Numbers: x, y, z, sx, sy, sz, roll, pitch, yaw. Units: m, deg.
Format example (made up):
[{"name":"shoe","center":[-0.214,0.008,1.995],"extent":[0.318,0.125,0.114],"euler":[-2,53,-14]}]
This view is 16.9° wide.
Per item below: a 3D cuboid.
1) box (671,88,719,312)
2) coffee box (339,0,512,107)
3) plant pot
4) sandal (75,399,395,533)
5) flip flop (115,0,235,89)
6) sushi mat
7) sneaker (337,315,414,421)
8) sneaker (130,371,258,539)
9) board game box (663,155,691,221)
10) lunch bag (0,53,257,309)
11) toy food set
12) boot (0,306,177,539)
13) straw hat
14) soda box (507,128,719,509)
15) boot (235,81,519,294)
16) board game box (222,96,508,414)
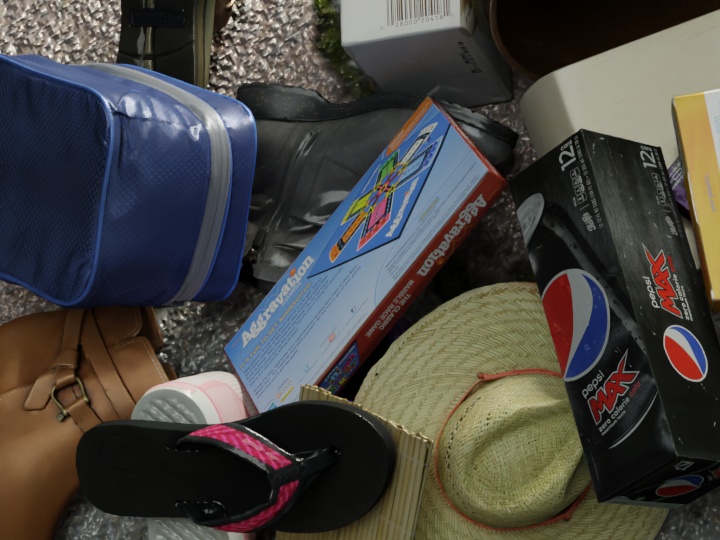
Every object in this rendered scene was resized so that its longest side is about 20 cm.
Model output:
[{"name":"box","center":[0.280,-0.054,1.335],"extent":[0.199,0.041,0.120],"euler":[-10,76,2]},{"name":"coffee box","center":[0.039,-0.212,1.505],"extent":[0.079,0.114,0.201],"euler":[-8,68,16]},{"name":"plant pot","center":[0.140,-0.243,1.459],"extent":[0.186,0.187,0.201],"euler":[-24,54,9]},{"name":"sandal","center":[-0.075,0.115,1.353],"extent":[0.199,0.045,0.075],"euler":[-4,100,22]},{"name":"flip flop","center":[-0.113,-0.174,1.579],"extent":[0.081,0.058,0.201],"euler":[7,89,25]},{"name":"sushi mat","center":[-0.013,0.169,1.376],"extent":[0.095,0.012,0.201],"euler":[25,113,37]},{"name":"sneaker","center":[0.003,0.113,1.418],"extent":[0.080,0.083,0.201],"euler":[-9,69,15]},{"name":"sneaker","center":[-0.086,0.155,1.447],"extent":[0.075,0.105,0.201],"euler":[0,101,19]},{"name":"board game box","center":[0.275,-0.086,1.376],"extent":[0.120,0.032,0.200],"euler":[38,85,10]},{"name":"lunch bag","center":[-0.159,-0.056,1.485],"extent":[0.200,0.132,0.136],"euler":[23,106,46]},{"name":"toy food set","center":[0.210,-0.072,1.427],"extent":[0.199,0.060,0.144],"euler":[-20,75,3]},{"name":"boot","center":[-0.177,0.111,1.488],"extent":[0.154,0.074,0.201],"euler":[-22,68,6]},{"name":"straw hat","center":[0.091,0.100,1.349],"extent":[0.200,0.085,0.202],"euler":[0,84,-5]},{"name":"soda box","center":[0.147,0.026,1.325],"extent":[0.063,0.071,0.201],"euler":[-36,57,39]},{"name":"boot","center":[-0.002,-0.040,1.492],"extent":[0.199,0.070,0.132],"euler":[5,77,31]},{"name":"board game box","center":[0.000,0.000,1.415],"extent":[0.200,0.019,0.103],"euler":[-51,35,11]}]
